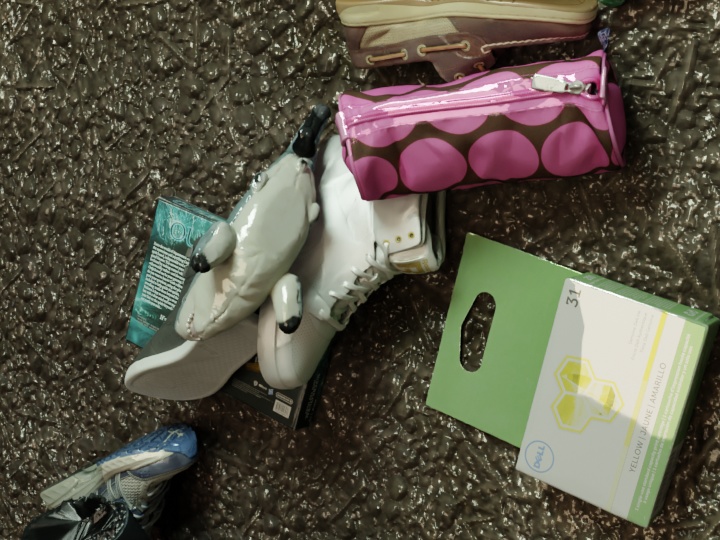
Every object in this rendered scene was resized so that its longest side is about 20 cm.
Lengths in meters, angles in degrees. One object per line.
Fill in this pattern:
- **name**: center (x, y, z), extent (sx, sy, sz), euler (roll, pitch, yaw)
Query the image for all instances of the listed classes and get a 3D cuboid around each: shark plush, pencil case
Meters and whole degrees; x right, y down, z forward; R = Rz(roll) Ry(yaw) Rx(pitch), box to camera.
- **shark plush**: center (-0.079, -0.043, 0.819), extent (0.083, 0.090, 0.203), euler (-16, 55, 59)
- **pencil case**: center (0.079, -0.100, 0.763), extent (0.197, 0.094, 0.092), euler (-9, 86, 17)

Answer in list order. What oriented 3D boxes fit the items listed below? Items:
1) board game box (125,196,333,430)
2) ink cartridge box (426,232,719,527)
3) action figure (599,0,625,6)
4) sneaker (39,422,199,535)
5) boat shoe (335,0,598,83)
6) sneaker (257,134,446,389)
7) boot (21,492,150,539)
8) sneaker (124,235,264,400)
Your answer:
- **board game box**: center (-0.109, 0.032, 0.955), extent (0.198, 0.028, 0.137), euler (24, 104, 29)
- **ink cartridge box**: center (0.136, 0.071, 0.794), extent (0.198, 0.048, 0.148), euler (20, 105, 27)
- **action figure**: center (0.202, -0.254, 0.704), extent (0.119, 0.054, 0.202), euler (58, 139, 38)
- **sneaker**: center (-0.203, 0.202, 1.014), extent (0.199, 0.077, 0.086), euler (-29, 89, 38)
- **boat shoe**: center (0.075, -0.169, 0.808), extent (0.197, 0.072, 0.073), euler (5, 120, 26)
- **sneaker**: center (0.000, 0.000, 0.835), extent (0.114, 0.074, 0.203), euler (12, 80, 29)
- **boot**: center (-0.244, 0.272, 0.975), extent (0.197, 0.077, 0.169), euler (-17, 129, 22)
- **sneaker**: center (-0.133, 0.038, 0.922), extent (0.199, 0.070, 0.101), euler (-35, 44, 47)
